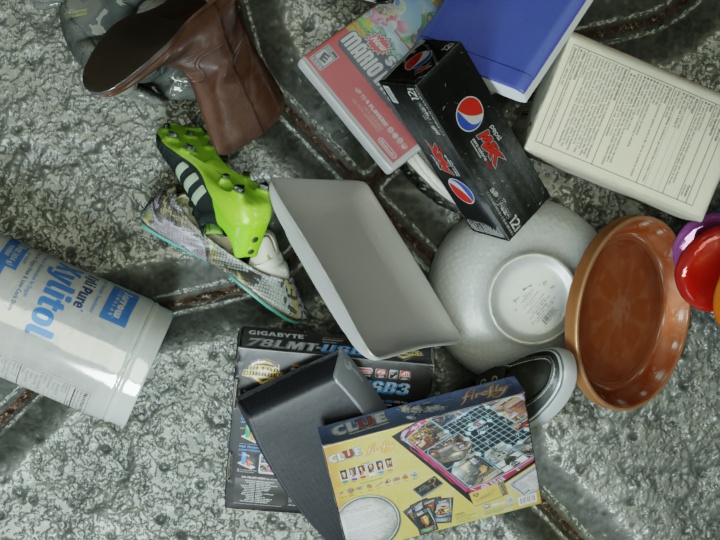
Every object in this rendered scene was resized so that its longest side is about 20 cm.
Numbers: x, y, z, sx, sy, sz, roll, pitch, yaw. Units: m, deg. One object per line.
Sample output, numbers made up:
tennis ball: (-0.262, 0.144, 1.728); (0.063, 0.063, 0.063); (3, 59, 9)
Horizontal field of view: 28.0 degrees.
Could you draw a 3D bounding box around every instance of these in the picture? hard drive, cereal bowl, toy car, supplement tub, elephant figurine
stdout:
hard drive: (0.156, -0.268, 1.423); (0.132, 0.025, 0.200); (25, 71, 28)
cereal bowl: (0.171, 0.024, 1.489); (0.199, 0.083, 0.201); (0, 95, -4)
toy car: (0.390, -0.006, 1.456); (0.150, 0.200, 0.175); (6, 116, 12)
supplement tub: (-0.301, 0.059, 1.434); (0.200, 0.132, 0.132); (23, 94, -6)
hard drive: (-0.025, 0.184, 1.433); (0.135, 0.042, 0.200); (-25, 117, 11)
elephant figurine: (-0.197, -0.212, 1.427); (0.141, 0.200, 0.155); (-28, 71, 14)

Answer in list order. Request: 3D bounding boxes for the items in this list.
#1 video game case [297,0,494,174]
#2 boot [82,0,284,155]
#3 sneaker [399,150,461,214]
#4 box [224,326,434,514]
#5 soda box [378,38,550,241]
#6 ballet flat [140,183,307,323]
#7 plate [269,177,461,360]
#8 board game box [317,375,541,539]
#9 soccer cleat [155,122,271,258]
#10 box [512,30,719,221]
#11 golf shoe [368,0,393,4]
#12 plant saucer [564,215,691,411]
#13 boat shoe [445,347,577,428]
video game case: (0.055, -0.207, 1.443); (0.200, 0.017, 0.143); (-39, 88, -22)
boot: (-0.154, -0.163, 1.330); (0.064, 0.200, 0.186); (30, 65, 31)
sneaker: (0.062, -0.141, 1.470); (0.079, 0.074, 0.200); (-38, 97, -5)
box: (-0.034, 0.159, 1.470); (0.199, 0.050, 0.199); (4, 117, -4)
soda box: (0.103, -0.127, 1.401); (0.071, 0.063, 0.200); (-46, 122, -19)
ballet flat: (-0.126, -0.023, 1.465); (0.200, 0.072, 0.072); (33, 93, -6)
plate: (0.000, 0.000, 1.403); (0.032, 0.200, 0.200); (-36, 76, 24)
board game box: (0.069, 0.190, 1.401); (0.199, 0.035, 0.136); (-14, 118, -4)
soccer cleat: (-0.151, -0.082, 1.415); (0.067, 0.200, 0.081); (-5, 122, -33)
box: (0.268, -0.146, 1.465); (0.200, 0.109, 0.128); (22, 93, -6)
golf shoe: (0.050, -0.292, 1.404); (0.200, 0.095, 0.078); (-1, 132, 29)
plant saucer: (0.271, 0.043, 1.474); (0.200, 0.032, 0.201); (-8, 102, -44)
boat shoe: (0.137, 0.132, 1.450); (0.057, 0.200, 0.069); (10, 60, -34)
